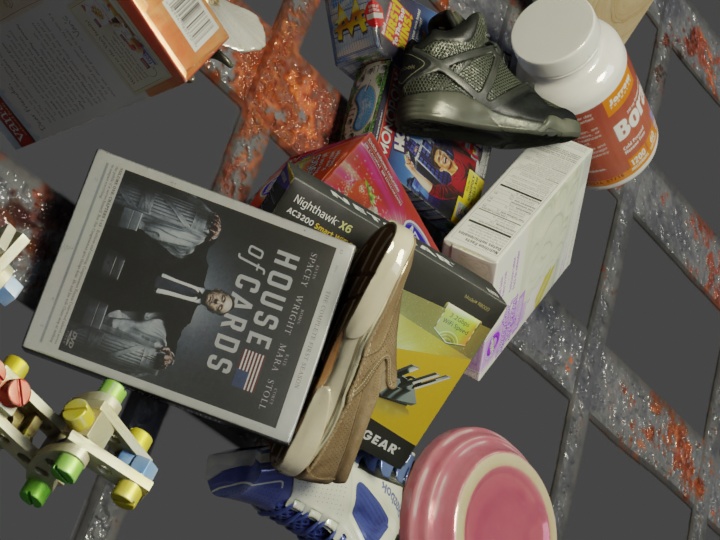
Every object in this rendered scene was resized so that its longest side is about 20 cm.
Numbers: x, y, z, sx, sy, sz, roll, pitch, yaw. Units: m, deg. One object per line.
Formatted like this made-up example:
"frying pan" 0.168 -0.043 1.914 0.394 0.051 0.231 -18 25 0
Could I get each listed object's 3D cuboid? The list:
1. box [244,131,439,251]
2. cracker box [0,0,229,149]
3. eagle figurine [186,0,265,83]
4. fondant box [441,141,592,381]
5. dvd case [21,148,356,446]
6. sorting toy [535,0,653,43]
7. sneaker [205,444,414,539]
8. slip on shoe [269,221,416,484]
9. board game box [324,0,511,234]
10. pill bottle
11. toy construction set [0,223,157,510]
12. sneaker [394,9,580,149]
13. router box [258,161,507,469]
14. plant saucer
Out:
"box" 0.000 0.000 1.158 0.096 0.099 0.201 -50 117 -40
"cracker box" -0.197 -0.168 0.911 0.135 0.198 0.058 56 47 -22
"eagle figurine" -0.160 -0.238 1.008 0.149 0.152 0.203 -14 117 -17
"fondant box" 0.139 -0.016 1.288 0.200 0.058 0.146 -45 150 -41
"dvd case" -0.118 0.019 0.983 0.197 0.025 0.152 20 78 -3
"sorting toy" 0.226 -0.339 1.489 0.200 0.069 0.201 57 48 -22
"sneaker" -0.026 0.196 1.105 0.198 0.080 0.117 12 71 -46
"slip on shoe" 0.000 0.064 1.008 0.060 0.076 0.202 22 97 -16
"board game box" 0.039 -0.160 1.261 0.199 0.061 0.202 35 58 -36
"pill bottle" 0.220 -0.178 1.383 0.200 0.111 0.114 51 48 -50
"toy construction set" -0.220 0.071 0.888 0.092 0.130 0.202 -45 114 -42
"sneaker" 0.117 -0.169 1.234 0.197 0.076 0.116 7 79 -31
"router box" -0.012 0.037 1.069 0.198 0.052 0.158 29 101 -17
"plant saucer" 0.116 0.243 1.269 0.199 0.050 0.204 13 72 -45
